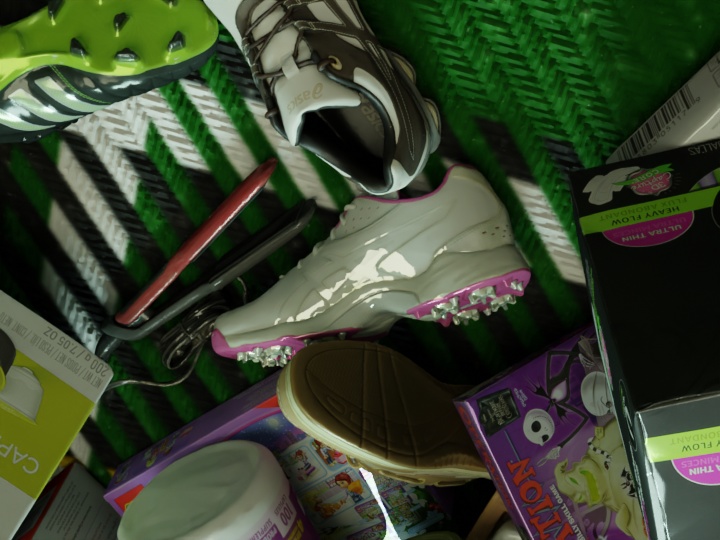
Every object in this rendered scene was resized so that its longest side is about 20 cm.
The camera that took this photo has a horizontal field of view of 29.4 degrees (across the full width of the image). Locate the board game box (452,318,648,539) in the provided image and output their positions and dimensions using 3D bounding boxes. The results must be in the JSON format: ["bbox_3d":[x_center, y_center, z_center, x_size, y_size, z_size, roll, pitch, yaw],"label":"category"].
[{"bbox_3d":[0.151,0.139,0.823,0.119,0.032,0.202,-28,93,-11],"label":"board game box"}]

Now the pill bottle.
[{"bbox_3d":[-0.062,0.218,0.870,0.111,0.113,0.202,-19,113,18],"label":"pill bottle"}]

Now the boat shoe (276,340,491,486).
[{"bbox_3d":[0.022,0.096,0.826,0.199,0.075,0.066,22,144,-37],"label":"boat shoe"}]

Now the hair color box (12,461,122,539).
[{"bbox_3d":[-0.158,0.239,0.947,0.061,0.102,0.200,-39,104,23],"label":"hair color box"}]

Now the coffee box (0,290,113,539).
[{"bbox_3d":[-0.298,0.115,0.817,0.199,0.199,0.200,35,145,-8],"label":"coffee box"}]

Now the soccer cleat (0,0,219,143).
[{"bbox_3d":[-0.177,-0.115,0.802,0.197,0.068,0.081,-14,157,0],"label":"soccer cleat"}]

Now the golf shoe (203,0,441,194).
[{"bbox_3d":[-0.032,-0.125,0.752,0.200,0.095,0.078,44,116,-11],"label":"golf shoe"}]

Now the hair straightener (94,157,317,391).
[{"bbox_3d":[-0.096,0.022,0.861,0.077,0.041,0.200,42,109,-13],"label":"hair straightener"}]

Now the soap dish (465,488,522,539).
[{"bbox_3d":[0.116,0.242,0.913,0.156,0.081,0.201,26,118,-3],"label":"soap dish"}]

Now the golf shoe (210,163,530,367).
[{"bbox_3d":[0.000,0.000,0.822,0.197,0.075,0.093,-16,77,12],"label":"golf shoe"}]

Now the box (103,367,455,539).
[{"bbox_3d":[-0.054,0.148,0.919,0.199,0.039,0.137,-31,108,22],"label":"box"}]

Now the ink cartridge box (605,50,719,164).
[{"bbox_3d":[0.264,-0.052,0.775,0.199,0.057,0.163,32,118,-27],"label":"ink cartridge box"}]

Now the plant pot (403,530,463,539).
[{"bbox_3d":[0.058,0.264,0.805,0.185,0.187,0.202,-23,95,19],"label":"plant pot"}]

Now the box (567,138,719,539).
[{"bbox_3d":[0.195,0.036,0.683,0.146,0.201,0.125,-12,125,7],"label":"box"}]
